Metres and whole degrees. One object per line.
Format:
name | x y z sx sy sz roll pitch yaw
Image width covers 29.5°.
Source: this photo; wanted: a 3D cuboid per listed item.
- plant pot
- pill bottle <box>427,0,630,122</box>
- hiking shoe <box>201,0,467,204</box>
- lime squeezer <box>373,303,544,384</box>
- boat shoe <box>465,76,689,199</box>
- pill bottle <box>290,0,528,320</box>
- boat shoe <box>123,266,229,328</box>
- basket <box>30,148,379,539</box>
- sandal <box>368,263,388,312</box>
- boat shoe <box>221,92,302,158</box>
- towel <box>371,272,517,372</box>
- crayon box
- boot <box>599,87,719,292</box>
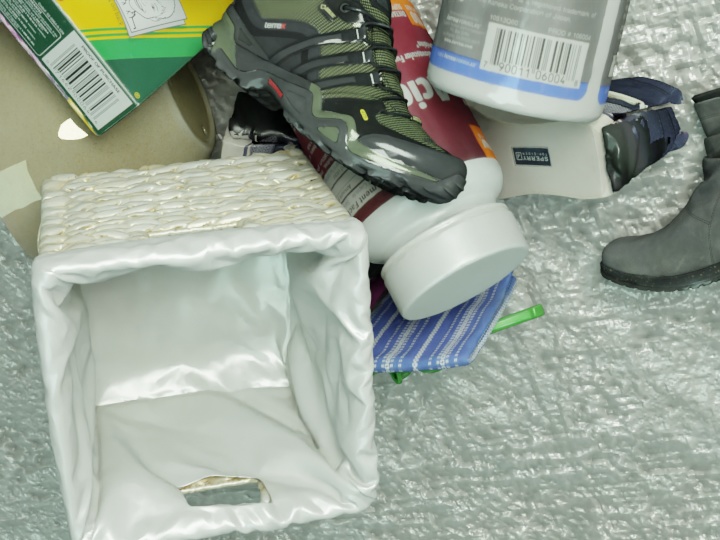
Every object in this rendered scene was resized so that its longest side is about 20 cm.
plant pot | -0.185 -0.108 1.004 0.133 0.201 0.202 -22 114 12
pill bottle | 0.113 -0.199 0.812 0.112 0.114 0.203 15 105 12
hiking shoe | -0.005 -0.122 0.830 0.199 0.076 0.101 37 95 18
lime squeezer | 0.047 0.060 1.066 0.199 0.070 0.038 -25 99 45
boat shoe | 0.133 -0.095 0.942 0.199 0.092 0.076 18 126 51
pill bottle | 0.026 -0.078 0.914 0.114 0.113 0.202 -39 71 38
boat shoe | -0.142 0.018 0.965 0.071 0.072 0.200 41 110 -18
basket | -0.101 0.046 0.867 0.195 0.161 0.203 -7 115 -11
sandal | 0.000 -0.001 0.992 0.048 0.199 0.076 46 159 45
boat shoe | -0.061 -0.040 1.050 0.091 0.075 0.202 11 138 1
towel | 0.010 0.036 1.037 0.197 0.145 0.024 -4 115 25
crayon box | -0.176 -0.221 0.907 0.058 0.173 0.201 -25 109 44
boot | 0.240 -0.058 0.924 0.198 0.069 0.134 -4 100 47
